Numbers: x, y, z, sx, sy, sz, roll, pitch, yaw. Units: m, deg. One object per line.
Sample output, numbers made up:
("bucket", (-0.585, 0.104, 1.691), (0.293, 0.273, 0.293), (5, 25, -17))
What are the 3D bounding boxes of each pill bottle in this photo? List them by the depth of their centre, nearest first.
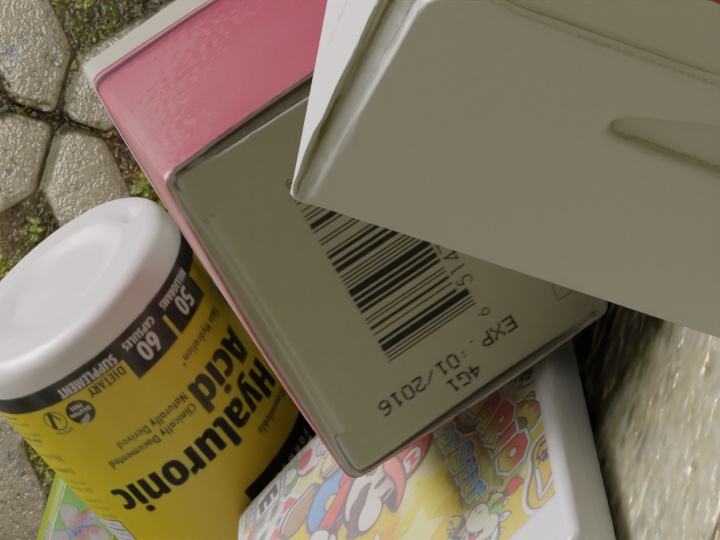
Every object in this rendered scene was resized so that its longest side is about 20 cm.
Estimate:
("pill bottle", (-0.075, 0.074, 0.799), (0.111, 0.200, 0.112), (-29, 29, 18))

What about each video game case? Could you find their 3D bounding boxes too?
("video game case", (0.012, 0.095, 0.639), (0.182, 0.023, 0.201), (-47, 19, 22))

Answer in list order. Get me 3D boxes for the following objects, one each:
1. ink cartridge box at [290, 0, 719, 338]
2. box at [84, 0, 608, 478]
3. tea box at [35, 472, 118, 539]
("ink cartridge box", (0.073, -0.094, 0.415), (0.084, 0.145, 0.202), (122, 162, -54))
("box", (-0.015, -0.035, 0.653), (0.108, 0.128, 0.200), (-33, 22, -5))
("tea box", (-0.202, 0.242, 1.462), (0.200, 0.132, 0.199), (156, 129, -77))
